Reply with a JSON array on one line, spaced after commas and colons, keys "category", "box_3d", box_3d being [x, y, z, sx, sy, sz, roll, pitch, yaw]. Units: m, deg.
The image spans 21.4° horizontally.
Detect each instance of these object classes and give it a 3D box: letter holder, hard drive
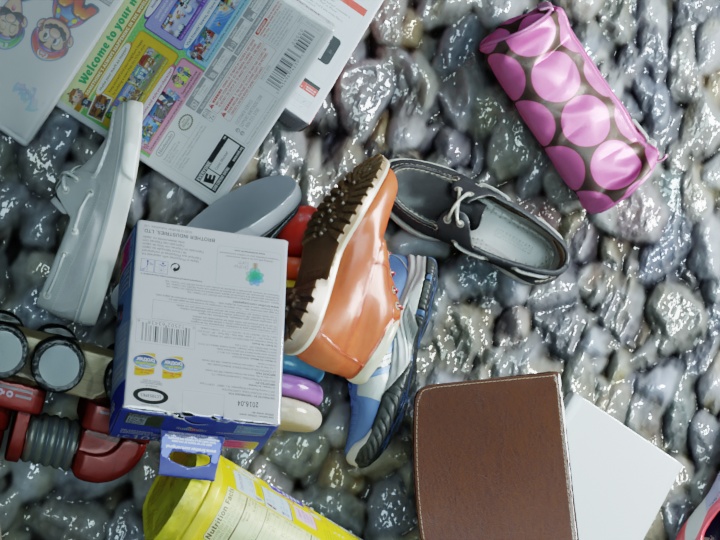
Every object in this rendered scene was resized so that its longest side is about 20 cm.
[{"category": "letter holder", "box_3d": [0.120, 0.205, 1.726, 0.140, 0.101, 0.202, -6, 76, 2]}, {"category": "hard drive", "box_3d": [0.203, 0.236, 1.798, 0.131, 0.026, 0.201, 33, 78, -11]}]

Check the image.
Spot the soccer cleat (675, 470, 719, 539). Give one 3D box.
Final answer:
[{"category": "soccer cleat", "box_3d": [0.367, 0.205, 1.819, 0.066, 0.076, 0.201, 35, 78, -10]}]

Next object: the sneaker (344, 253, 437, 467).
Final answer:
[{"category": "sneaker", "box_3d": [0.014, 0.080, 1.744, 0.076, 0.076, 0.202, 13, 81, 8]}]

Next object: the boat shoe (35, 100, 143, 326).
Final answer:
[{"category": "boat shoe", "box_3d": [-0.238, -0.055, 1.676, 0.068, 0.072, 0.202, 14, 100, -8]}]

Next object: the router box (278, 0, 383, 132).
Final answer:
[{"category": "router box", "box_3d": [-0.088, -0.257, 1.744, 0.199, 0.049, 0.180, 34, 78, -10]}]

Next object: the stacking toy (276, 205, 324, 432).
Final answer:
[{"category": "stacking toy", "box_3d": [-0.060, 0.040, 1.717, 0.085, 0.085, 0.202, 13, 78, -14]}]

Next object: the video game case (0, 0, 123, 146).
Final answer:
[{"category": "video game case", "box_3d": [-0.324, -0.237, 1.652, 0.199, 0.024, 0.183, 34, 105, -10]}]

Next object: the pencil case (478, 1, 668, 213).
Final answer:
[{"category": "pencil case", "box_3d": [0.200, -0.157, 1.797, 0.093, 0.091, 0.201, -33, 98, 20]}]

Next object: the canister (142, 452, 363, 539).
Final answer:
[{"category": "canister", "box_3d": [-0.083, 0.237, 1.657, 0.199, 0.149, 0.087, 32, 95, -12]}]

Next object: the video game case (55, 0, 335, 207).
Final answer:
[{"category": "video game case", "box_3d": [-0.149, -0.184, 1.692, 0.181, 0.022, 0.201, 32, 106, -11]}]

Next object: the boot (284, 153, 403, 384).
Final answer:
[{"category": "boot", "box_3d": [0.000, 0.000, 1.688, 0.107, 0.075, 0.202, 31, 72, -26]}]

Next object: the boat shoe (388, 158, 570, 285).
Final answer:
[{"category": "boat shoe", "box_3d": [0.106, -0.047, 1.775, 0.199, 0.060, 0.074, 32, 79, -11]}]

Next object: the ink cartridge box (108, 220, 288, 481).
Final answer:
[{"category": "ink cartridge box", "box_3d": [-0.136, 0.070, 1.590, 0.135, 0.076, 0.202, 8, 65, -14]}]

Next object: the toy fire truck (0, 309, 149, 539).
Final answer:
[{"category": "toy fire truck", "box_3d": [-0.273, 0.153, 1.635, 0.174, 0.129, 0.202, 15, 94, -14]}]

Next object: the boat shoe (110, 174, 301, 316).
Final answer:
[{"category": "boat shoe", "box_3d": [-0.128, -0.005, 1.703, 0.200, 0.070, 0.066, -39, 127, -10]}]
